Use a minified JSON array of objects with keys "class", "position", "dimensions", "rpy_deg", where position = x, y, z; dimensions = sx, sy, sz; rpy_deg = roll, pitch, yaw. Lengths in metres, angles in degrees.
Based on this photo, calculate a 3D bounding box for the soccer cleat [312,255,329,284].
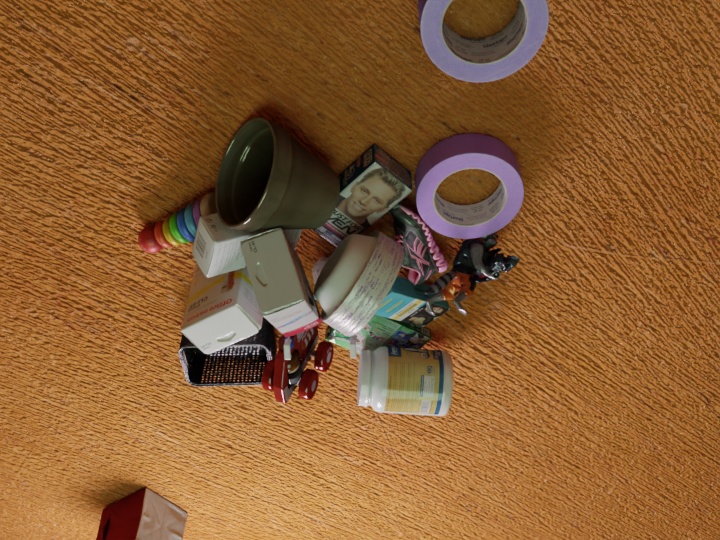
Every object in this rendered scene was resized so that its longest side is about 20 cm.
[{"class":"soccer cleat","position":[0.000,0.000,1.694],"dimensions":[0.198,0.078,0.070],"rpy_deg":[-8,133,8]}]

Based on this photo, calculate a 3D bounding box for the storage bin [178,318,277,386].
[{"class":"storage bin","position":[-0.292,0.178,1.854],"dimensions":[0.198,0.094,0.136],"rpy_deg":[-2,133,2]}]

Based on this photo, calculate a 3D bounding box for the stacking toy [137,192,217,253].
[{"class":"stacking toy","position":[-0.351,-0.080,1.628],"dimensions":[0.199,0.086,0.085],"rpy_deg":[-20,130,24]}]

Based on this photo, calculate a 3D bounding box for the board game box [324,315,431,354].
[{"class":"board game box","position":[0.039,0.144,1.862],"dimensions":[0.199,0.029,0.135],"rpy_deg":[25,129,-22]}]

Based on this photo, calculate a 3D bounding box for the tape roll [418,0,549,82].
[{"class":"tape roll","position":[0.191,-0.405,1.310],"dimensions":[0.198,0.085,0.201],"rpy_deg":[0,133,0]}]

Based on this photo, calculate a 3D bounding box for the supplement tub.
[{"class":"supplement tub","position":[0.096,0.243,1.835],"dimensions":[0.198,0.145,0.145],"rpy_deg":[4,133,-4]}]

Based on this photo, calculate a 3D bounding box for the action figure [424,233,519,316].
[{"class":"action figure","position":[0.217,-0.005,1.622],"dimensions":[0.104,0.194,0.200],"rpy_deg":[36,159,-9]}]

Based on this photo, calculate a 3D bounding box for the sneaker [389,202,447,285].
[{"class":"sneaker","position":[0.096,-0.047,1.632],"dimensions":[0.095,0.079,0.200],"rpy_deg":[-37,126,-4]}]

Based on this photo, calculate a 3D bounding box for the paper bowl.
[{"class":"paper bowl","position":[-0.012,0.013,1.560],"dimensions":[0.104,0.201,0.201],"rpy_deg":[33,126,-11]}]

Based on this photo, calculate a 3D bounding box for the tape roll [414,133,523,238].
[{"class":"tape roll","position":[0.202,-0.155,1.557],"dimensions":[0.198,0.066,0.201],"rpy_deg":[1,132,1]}]

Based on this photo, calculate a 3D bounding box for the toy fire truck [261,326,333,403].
[{"class":"toy fire truck","position":[-0.140,0.171,1.776],"dimensions":[0.111,0.200,0.169],"rpy_deg":[11,135,18]}]

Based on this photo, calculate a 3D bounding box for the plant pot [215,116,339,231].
[{"class":"plant pot","position":[-0.138,-0.152,1.496],"dimensions":[0.173,0.201,0.200],"rpy_deg":[17,133,-36]}]

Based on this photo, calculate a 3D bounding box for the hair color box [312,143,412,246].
[{"class":"hair color box","position":[-0.006,-0.136,1.579],"dimensions":[0.100,0.061,0.200],"rpy_deg":[33,124,-27]}]

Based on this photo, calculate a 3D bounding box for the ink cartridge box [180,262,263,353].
[{"class":"ink cartridge box","position":[-0.265,0.047,1.657],"dimensions":[0.144,0.201,0.083],"rpy_deg":[-25,128,22]}]

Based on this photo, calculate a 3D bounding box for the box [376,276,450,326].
[{"class":"box","position":[0.092,0.063,1.721],"dimensions":[0.082,0.049,0.199],"rpy_deg":[-37,146,29]}]

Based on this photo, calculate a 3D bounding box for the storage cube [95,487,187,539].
[{"class":"storage cube","position":[-0.615,0.748,2.337],"dimensions":[0.179,0.172,0.200],"rpy_deg":[-30,126,24]}]

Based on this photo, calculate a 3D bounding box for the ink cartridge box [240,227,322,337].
[{"class":"ink cartridge box","position":[-0.142,0.026,1.526],"dimensions":[0.085,0.148,0.200],"rpy_deg":[-20,165,-1]}]

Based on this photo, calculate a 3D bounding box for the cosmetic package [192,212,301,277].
[{"class":"cosmetic package","position":[-0.210,-0.064,1.571],"dimensions":[0.199,0.074,0.102],"rpy_deg":[-16,148,-33]}]

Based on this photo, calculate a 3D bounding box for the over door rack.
[{"class":"over door rack","position":[-0.074,0.087,1.689],"dimensions":[0.147,0.201,0.067],"rpy_deg":[-2,132,5]}]
